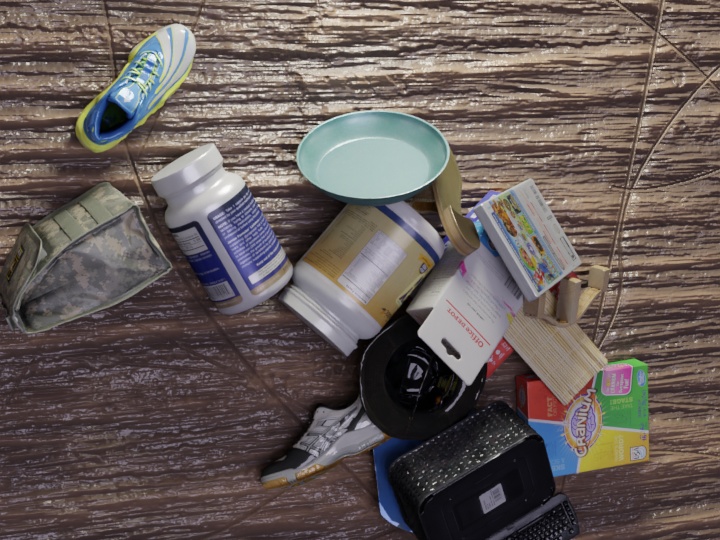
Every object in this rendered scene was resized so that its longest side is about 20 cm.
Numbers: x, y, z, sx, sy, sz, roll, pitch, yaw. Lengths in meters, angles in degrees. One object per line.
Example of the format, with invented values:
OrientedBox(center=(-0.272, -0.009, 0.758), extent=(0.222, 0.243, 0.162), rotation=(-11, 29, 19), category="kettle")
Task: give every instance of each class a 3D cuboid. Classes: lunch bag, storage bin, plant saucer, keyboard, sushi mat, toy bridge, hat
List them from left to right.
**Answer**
OrientedBox(center=(-0.355, -0.009, 1.565), extent=(0.200, 0.164, 0.118), rotation=(-33, 113, -12), category="lunch bag")
OrientedBox(center=(0.017, -0.141, 1.670), extent=(0.200, 0.200, 0.036), rotation=(-16, 131, -16), category="plant saucer")
OrientedBox(center=(0.071, 0.137, 1.756), extent=(0.200, 0.081, 0.201), rotation=(-6, 103, -27), category="hat")
OrientedBox(center=(0.154, 0.290, 1.751), extent=(0.200, 0.094, 0.135), rotation=(-28, 125, -13), category="storage bin")
OrientedBox(center=(0.246, 0.423, 1.901), extent=(0.200, 0.040, 0.104), rotation=(-29, 106, -11), category="keyboard")
OrientedBox(center=(0.267, 0.096, 1.820), extent=(0.096, 0.012, 0.200), rotation=(-45, 113, -6), category="sushi mat")
OrientedBox(center=(0.290, 0.043, 1.786), extent=(0.200, 0.027, 0.067), rotation=(-16, 115, -49), category="toy bridge")

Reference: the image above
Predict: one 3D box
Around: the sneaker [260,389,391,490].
OrientedBox(center=(-0.054, 0.232, 1.763), extent=(0.200, 0.076, 0.088), rotation=(-27, 77, -4), category="sneaker")

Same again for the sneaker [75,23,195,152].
OrientedBox(center=(-0.271, -0.224, 1.591), extent=(0.076, 0.105, 0.200), rotation=(40, 85, -20), category="sneaker")

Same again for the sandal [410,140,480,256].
OrientedBox(center=(0.097, -0.095, 1.717), extent=(0.070, 0.212, 0.078), rotation=(-35, 137, 25), category="sandal")

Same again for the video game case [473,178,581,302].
OrientedBox(center=(0.231, -0.045, 1.740), extent=(0.018, 0.200, 0.143), rotation=(-31, 88, 29), category="video game case")

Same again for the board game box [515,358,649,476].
OrientedBox(center=(0.331, 0.220, 1.897), extent=(0.200, 0.040, 0.153), rotation=(-7, 100, -18), category="board game box")

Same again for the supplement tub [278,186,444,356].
OrientedBox(center=(0.000, 0.000, 1.696), extent=(0.144, 0.144, 0.200), rotation=(42, 84, -19), category="supplement tub")

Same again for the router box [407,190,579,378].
OrientedBox(center=(0.181, 0.020, 1.811), extent=(0.200, 0.049, 0.180), rotation=(-46, 109, -7), category="router box")

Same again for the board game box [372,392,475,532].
OrientedBox(center=(0.091, 0.273, 1.827), extent=(0.158, 0.039, 0.200), rotation=(-8, 94, -16), category="board game box")

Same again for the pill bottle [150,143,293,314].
OrientedBox(center=(-0.180, -0.054, 1.643), extent=(0.116, 0.116, 0.200), rotation=(-32, 107, -11), category="pill bottle")

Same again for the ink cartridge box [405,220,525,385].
OrientedBox(center=(0.142, 0.044, 1.706), extent=(0.115, 0.068, 0.200), rotation=(46, 64, -22), category="ink cartridge box")
